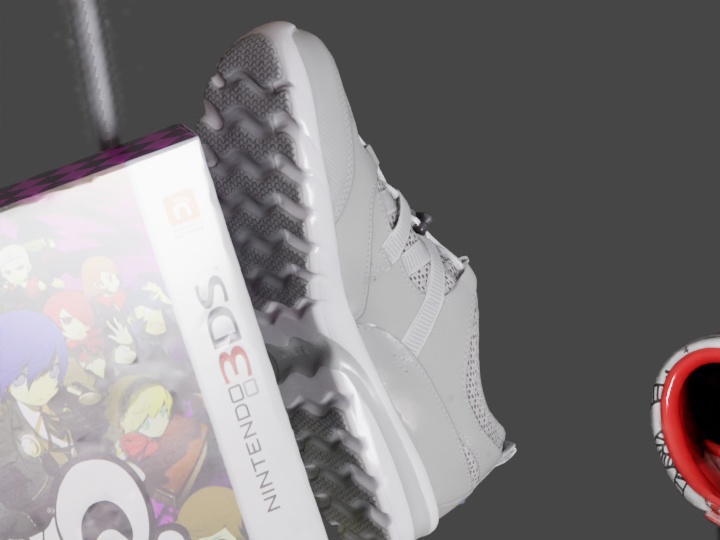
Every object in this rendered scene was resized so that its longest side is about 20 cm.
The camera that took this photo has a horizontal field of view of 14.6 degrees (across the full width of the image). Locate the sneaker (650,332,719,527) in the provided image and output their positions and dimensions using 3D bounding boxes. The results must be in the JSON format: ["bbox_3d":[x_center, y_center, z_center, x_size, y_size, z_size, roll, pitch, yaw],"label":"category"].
[{"bbox_3d":[0.173,0.111,1.028,0.067,0.108,0.202,-33,75,14],"label":"sneaker"}]

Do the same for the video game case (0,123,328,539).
[{"bbox_3d":[-0.123,0.067,0.980,0.200,0.036,0.182,-20,106,-12],"label":"video game case"}]

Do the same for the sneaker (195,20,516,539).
[{"bbox_3d":[0.000,0.000,1.017,0.082,0.075,0.200,-28,114,-30],"label":"sneaker"}]
